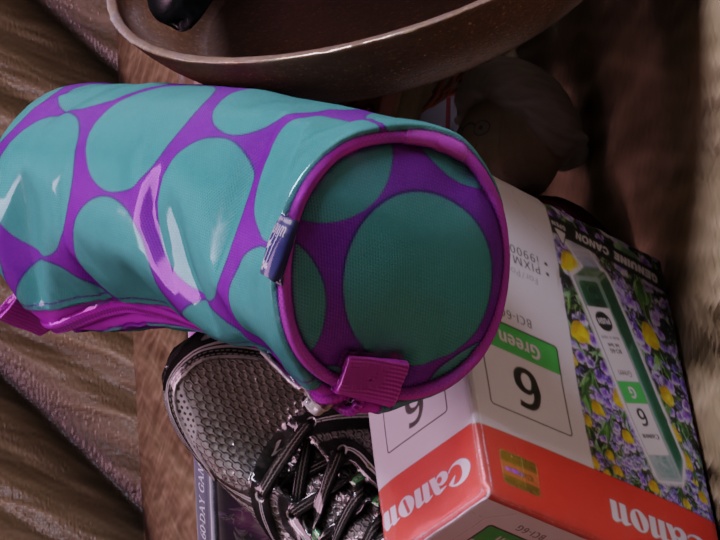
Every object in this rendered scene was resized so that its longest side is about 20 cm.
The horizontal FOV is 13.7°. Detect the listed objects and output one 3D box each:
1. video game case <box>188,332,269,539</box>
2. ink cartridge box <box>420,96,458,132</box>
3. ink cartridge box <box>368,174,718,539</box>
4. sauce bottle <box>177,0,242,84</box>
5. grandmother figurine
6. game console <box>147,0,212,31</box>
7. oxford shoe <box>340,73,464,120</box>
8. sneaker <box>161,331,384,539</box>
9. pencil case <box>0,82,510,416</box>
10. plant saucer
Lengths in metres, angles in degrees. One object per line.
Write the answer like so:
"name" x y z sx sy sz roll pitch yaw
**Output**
"video game case" -0.004 0.059 1.225 0.019 0.142 0.201 35 134 48
"ink cartridge box" 0.019 -0.049 1.330 0.200 0.066 0.117 -125 35 -74
"ink cartridge box" 0.059 0.069 0.936 0.050 0.109 0.201 -38 43 33
"sauce bottle" -0.037 -0.091 1.100 0.065 0.064 0.201 101 166 -52
"grandmother figurine" 0.050 0.015 1.086 0.060 0.121 0.201 32 -124 -48
"game console" 0.008 -0.169 1.027 0.176 0.116 0.200 -58 20 19
"oxford shoe" 0.025 -0.090 1.151 0.071 0.074 0.201 -28 35 42
"sneaker" 0.015 0.085 0.985 0.078 0.200 0.085 -57 -11 17
"pencil case" -0.043 -0.010 0.947 0.200 0.085 0.093 12 78 56
"plant saucer" 0.013 -0.108 1.012 0.201 0.199 0.037 -108 -1 -62
